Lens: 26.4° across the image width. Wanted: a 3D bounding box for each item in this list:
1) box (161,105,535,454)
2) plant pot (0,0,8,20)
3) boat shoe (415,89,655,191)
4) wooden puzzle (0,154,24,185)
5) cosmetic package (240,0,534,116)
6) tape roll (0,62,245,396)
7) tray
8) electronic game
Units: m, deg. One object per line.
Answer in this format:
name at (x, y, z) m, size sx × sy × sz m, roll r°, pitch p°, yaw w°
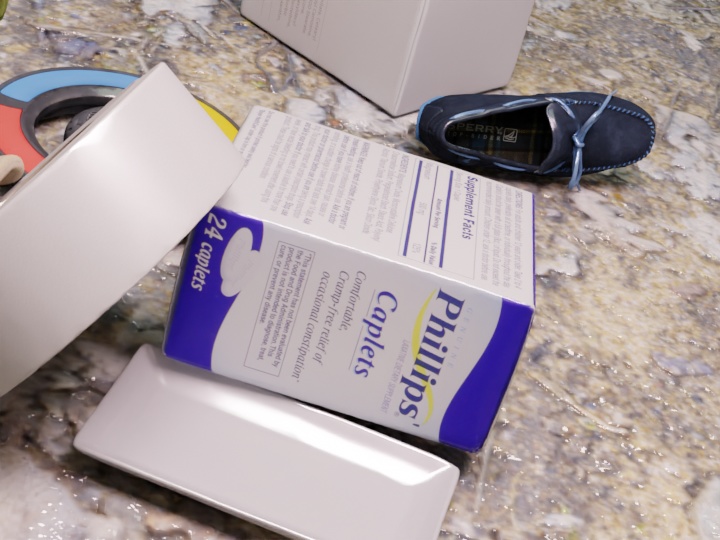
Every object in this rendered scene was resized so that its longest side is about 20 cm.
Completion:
box at (0.000, 0.000, 0.936) m, size 0.197 × 0.106 × 0.184 m, roll 17°, pitch 24°, yaw -1°
plant pot at (-0.351, -0.224, 1.077) m, size 0.190 × 0.201 × 0.199 m, roll 41°, pitch 36°, yaw 13°
boat shoe at (0.144, -0.099, 1.218) m, size 0.197 × 0.085 × 0.069 m, roll -5°, pitch 16°, yaw -11°
wooden puzzle at (-0.300, -0.017, 0.818) m, size 0.182 × 0.038 × 0.200 m, roll -7°, pitch 23°, yaw 19°
cosmetic package at (0.030, -0.264, 1.325) m, size 0.199 × 0.168 × 0.166 m, roll 36°, pitch 36°, yaw 29°
tape roll at (-0.156, -0.019, 0.811) m, size 0.071 × 0.202 × 0.203 m, roll 48°, pitch 30°, yaw -11°
tray at (-0.049, 0.108, 0.840) m, size 0.198 × 0.022 × 0.108 m, roll 21°, pitch 31°, yaw 5°
electronic game at (-0.167, -0.088, 1.069) m, size 0.197 × 0.042 × 0.201 m, roll 13°, pitch 32°, yaw -8°
